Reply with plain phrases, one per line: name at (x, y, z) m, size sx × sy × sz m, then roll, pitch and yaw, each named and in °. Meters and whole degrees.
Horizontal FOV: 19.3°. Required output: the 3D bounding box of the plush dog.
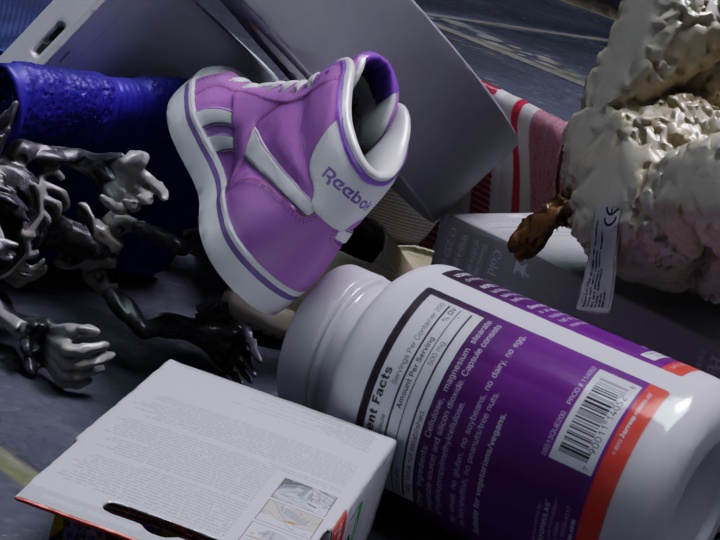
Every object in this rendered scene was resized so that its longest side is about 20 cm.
plush dog at (0.183, -0.032, 1.064) m, size 0.171 × 0.160 × 0.201 m, roll 21°, pitch 38°, yaw -36°

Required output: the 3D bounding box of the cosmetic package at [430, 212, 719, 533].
cosmetic package at (0.127, 0.051, 1.110) m, size 0.090 × 0.108 × 0.199 m, roll -1°, pitch 20°, yaw -46°

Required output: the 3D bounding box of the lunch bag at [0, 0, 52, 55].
lunch bag at (-0.230, -0.112, 1.290) m, size 0.199 × 0.133 × 0.135 m, roll 26°, pitch 32°, yaw 32°

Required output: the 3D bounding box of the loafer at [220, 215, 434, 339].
loafer at (0.000, 0.000, 1.237) m, size 0.075 × 0.069 × 0.199 m, roll 25°, pitch 17°, yaw 30°

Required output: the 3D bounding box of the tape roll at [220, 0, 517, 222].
tape roll at (-0.004, -0.120, 1.149) m, size 0.200 × 0.066 × 0.200 m, roll 47°, pitch 0°, yaw 0°

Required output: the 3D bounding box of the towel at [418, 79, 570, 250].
towel at (0.071, -0.056, 1.390) m, size 0.023 × 0.145 × 0.200 m, roll -13°, pitch 28°, yaw -32°

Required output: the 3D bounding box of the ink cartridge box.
ink cartridge box at (-0.059, 0.096, 0.833) m, size 0.108 × 0.051 × 0.200 m, roll 19°, pitch 15°, yaw 8°

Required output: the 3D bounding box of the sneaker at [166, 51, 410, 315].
sneaker at (-0.027, -0.068, 1.022) m, size 0.072 × 0.114 × 0.201 m, roll 35°, pitch 16°, yaw -30°

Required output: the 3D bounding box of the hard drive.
hard drive at (-0.132, -0.097, 1.186) m, size 0.026 × 0.132 × 0.200 m, roll 46°, pitch 4°, yaw 24°

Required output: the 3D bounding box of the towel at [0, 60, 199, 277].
towel at (-0.148, -0.047, 1.138) m, size 0.199 × 0.148 × 0.050 m, roll -2°, pitch 56°, yaw -49°

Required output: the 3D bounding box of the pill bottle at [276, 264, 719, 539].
pill bottle at (0.064, 0.068, 0.951) m, size 0.199 × 0.113 × 0.112 m, roll 23°, pitch 15°, yaw 27°

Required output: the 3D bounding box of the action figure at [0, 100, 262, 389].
action figure at (-0.132, -0.009, 1.030) m, size 0.199 × 0.120 × 0.102 m, roll 15°, pitch 7°, yaw -31°

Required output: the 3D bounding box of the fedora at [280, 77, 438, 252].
fedora at (-0.004, -0.062, 1.367) m, size 0.199 × 0.178 × 0.090 m, roll -16°, pitch -51°, yaw 43°
